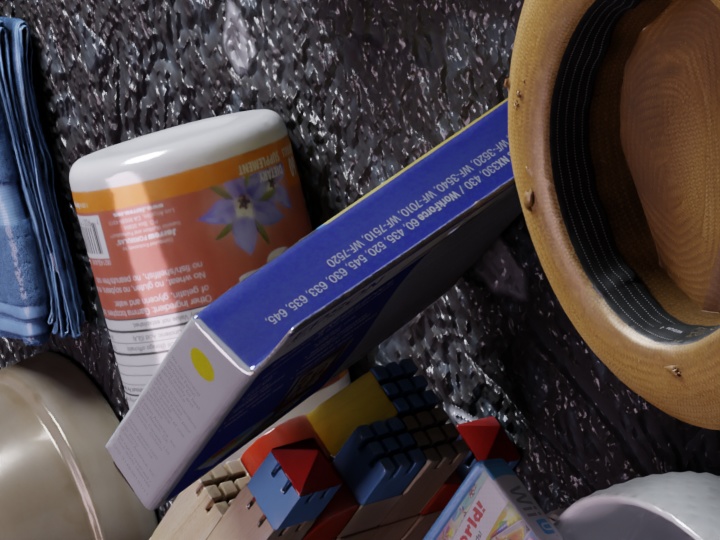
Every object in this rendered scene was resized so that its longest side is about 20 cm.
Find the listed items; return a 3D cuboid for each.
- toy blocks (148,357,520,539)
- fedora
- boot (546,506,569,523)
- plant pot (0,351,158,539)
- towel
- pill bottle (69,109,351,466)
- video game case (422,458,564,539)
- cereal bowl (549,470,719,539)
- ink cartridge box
[{"bbox_3d":[-0.007,0.099,1.209,0.100,0.199,0.137,56,134,23],"label":"toy blocks"},{"bbox_3d":[0.132,-0.045,0.950,0.200,0.081,0.202,32,130,48],"label":"fedora"},{"bbox_3d":[0.038,0.208,1.213,0.072,0.143,0.201,43,142,41],"label":"boot"},{"bbox_3d":[-0.240,0.173,1.671,0.200,0.173,0.201,41,141,44],"label":"plant pot"},{"bbox_3d":[-0.219,-0.057,1.624,0.111,0.048,0.202,10,116,59],"label":"towel"},{"bbox_3d":[-0.067,0.029,1.332,0.112,0.112,0.202,1,108,61],"label":"pill bottle"},{"bbox_3d":[0.070,0.195,1.051,0.200,0.018,0.144,53,126,31],"label":"video game case"},{"bbox_3d":[0.154,0.169,1.043,0.200,0.083,0.201,38,137,46],"label":"cereal bowl"},{"bbox_3d":[0.000,0.000,1.098,0.047,0.197,0.200,50,149,9],"label":"ink cartridge box"}]
